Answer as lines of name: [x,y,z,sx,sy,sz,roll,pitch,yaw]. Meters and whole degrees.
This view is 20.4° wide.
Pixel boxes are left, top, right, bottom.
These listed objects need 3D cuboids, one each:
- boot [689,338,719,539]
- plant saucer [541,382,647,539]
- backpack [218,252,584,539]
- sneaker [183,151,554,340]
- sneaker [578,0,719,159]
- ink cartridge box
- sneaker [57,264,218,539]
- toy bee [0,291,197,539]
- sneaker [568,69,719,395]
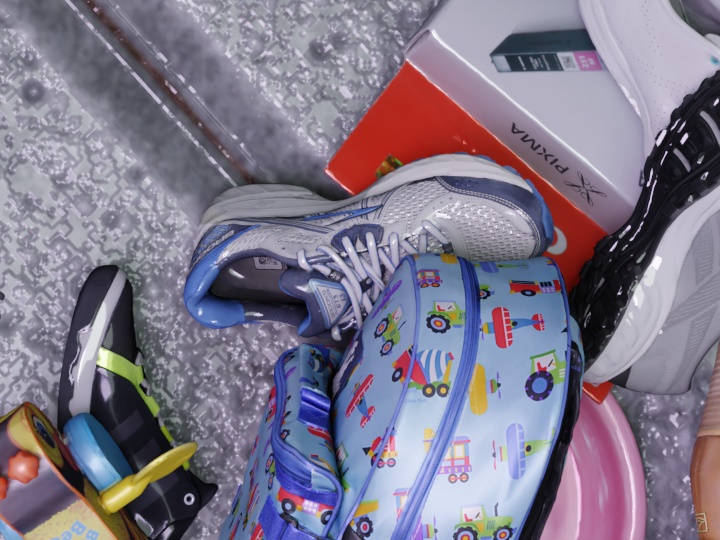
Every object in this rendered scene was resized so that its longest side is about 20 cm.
boot: [0.248,0.129,1.006,0.198,0.074,0.156,14,76,-18]
plant saucer: [0.052,0.126,1.065,0.198,0.051,0.203,1,88,-12]
backpack: [0.022,0.083,0.919,0.133,0.183,0.202,18,112,-7]
sneaker: [0.000,0.000,0.998,0.198,0.085,0.078,-9,118,25]
sneaker: [0.187,-0.087,1.032,0.075,0.088,0.201,-30,87,-30]
ink cartridge box: [0.104,-0.059,1.061,0.200,0.044,0.174,39,62,-7]
sneaker: [-0.114,0.097,1.025,0.082,0.072,0.202,2,98,-7]
toy bee: [-0.152,0.109,0.932,0.199,0.109,0.131,34,96,-9]
sneaker: [0.177,-0.022,1.002,0.079,0.074,0.201,20,117,-20]
